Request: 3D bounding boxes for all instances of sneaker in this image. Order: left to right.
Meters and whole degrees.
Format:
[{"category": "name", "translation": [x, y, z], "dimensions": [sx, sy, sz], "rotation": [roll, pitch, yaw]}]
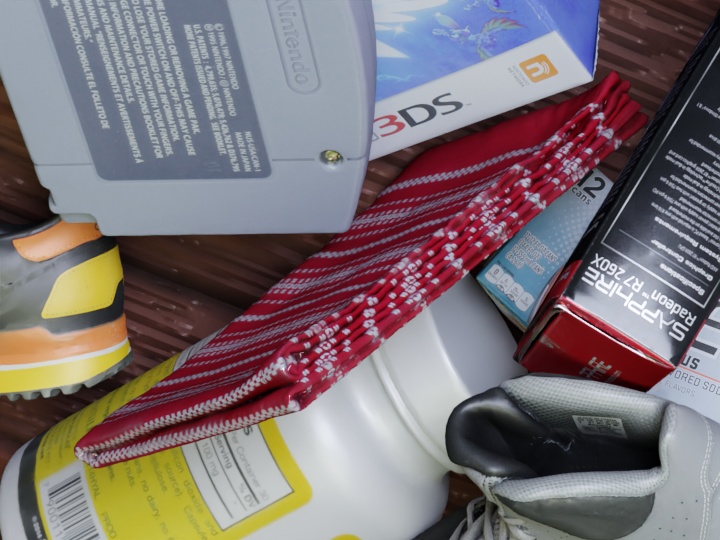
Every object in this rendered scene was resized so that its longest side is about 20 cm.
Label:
[{"category": "sneaker", "translation": [-0.191, 0.004, 1.084], "dimensions": [0.199, 0.070, 0.091], "rotation": [-2, 102, 5]}, {"category": "sneaker", "translation": [0.052, 0.080, 0.959], "dimensions": [0.199, 0.075, 0.115], "rotation": [-24, 139, 37]}]

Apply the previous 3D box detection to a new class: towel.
[{"category": "towel", "translation": [0.000, 0.000, 0.969], "dimensions": [0.144, 0.200, 0.023], "rotation": [-20, 105, 53]}]

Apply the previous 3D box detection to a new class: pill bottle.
[{"category": "pill bottle", "translation": [-0.034, 0.075, 1.072], "dimensions": [0.199, 0.111, 0.112], "rotation": [-29, 111, 20]}]

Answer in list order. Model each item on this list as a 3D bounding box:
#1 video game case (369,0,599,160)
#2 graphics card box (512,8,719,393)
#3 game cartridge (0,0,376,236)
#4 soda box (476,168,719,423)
[{"category": "video game case", "translation": [-0.041, -0.115, 0.964], "dimensions": [0.180, 0.046, 0.200], "rotation": [-19, 133, 28]}, {"category": "graphics card box", "translation": [0.128, -0.050, 0.944], "dimensions": [0.051, 0.126, 0.201], "rotation": [30, 79, 3]}, {"category": "game cartridge", "translation": [-0.063, -0.088, 0.938], "dimensions": [0.132, 0.042, 0.201], "rotation": [-3, 139, 8]}, {"category": "soda box", "translation": [0.137, 0.049, 1.018], "dimensions": [0.200, 0.068, 0.064], "rotation": [42, 89, 17]}]
